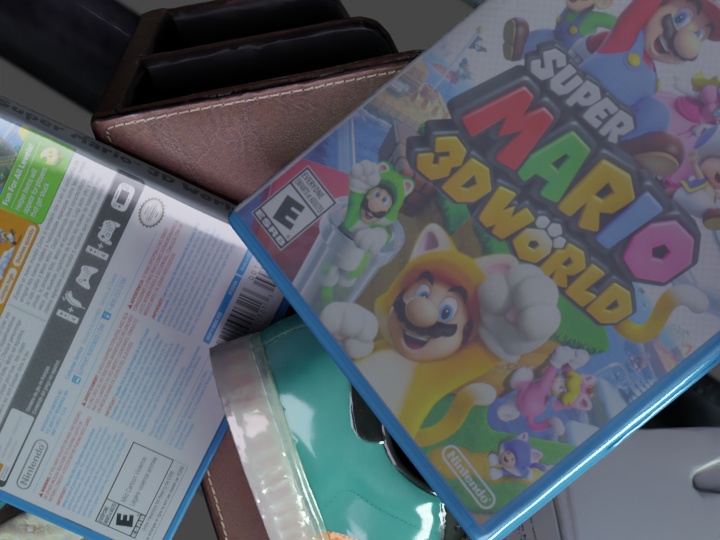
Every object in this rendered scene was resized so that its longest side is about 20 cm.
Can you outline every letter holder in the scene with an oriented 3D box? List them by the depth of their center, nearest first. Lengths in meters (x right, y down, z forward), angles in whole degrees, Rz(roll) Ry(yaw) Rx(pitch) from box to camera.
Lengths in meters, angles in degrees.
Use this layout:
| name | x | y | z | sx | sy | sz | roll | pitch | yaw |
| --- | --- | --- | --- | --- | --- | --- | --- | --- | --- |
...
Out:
| name | x | y | z | sx | sy | sz | roll | pitch | yaw |
| --- | --- | --- | --- | --- | --- | --- | --- | --- | --- |
| letter holder | 0.000 | 0.000 | 1.100 | 0.141 | 0.101 | 0.201 | -10 | 115 | 12 |

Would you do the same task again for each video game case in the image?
| name | x | y | z | sx | sy | sz | roll | pitch | yaw |
| --- | --- | --- | --- | --- | --- | --- | --- | --- | --- |
| video game case | 0.075 | -0.026 | 0.976 | 0.200 | 0.018 | 0.143 | -39 | 76 | 3 |
| video game case | -0.135 | 0.009 | 1.051 | 0.199 | 0.018 | 0.144 | 25 | 114 | -7 |

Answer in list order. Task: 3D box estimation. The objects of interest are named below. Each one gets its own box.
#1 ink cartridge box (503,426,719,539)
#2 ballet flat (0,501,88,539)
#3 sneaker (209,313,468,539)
| name | x | y | z | sx | sy | sz | roll | pitch | yaw |
| --- | --- | --- | --- | --- | --- | --- | --- | --- | --- |
| ink cartridge box | 0.118 | 0.138 | 1.087 | 0.145 | 0.085 | 0.200 | -2 | 151 | -13 |
| ballet flat | -0.111 | 0.087 | 1.169 | 0.062 | 0.068 | 0.200 | 33 | 143 | -19 |
| sneaker | 0.014 | 0.100 | 1.054 | 0.079 | 0.072 | 0.201 | -19 | 121 | 3 |
